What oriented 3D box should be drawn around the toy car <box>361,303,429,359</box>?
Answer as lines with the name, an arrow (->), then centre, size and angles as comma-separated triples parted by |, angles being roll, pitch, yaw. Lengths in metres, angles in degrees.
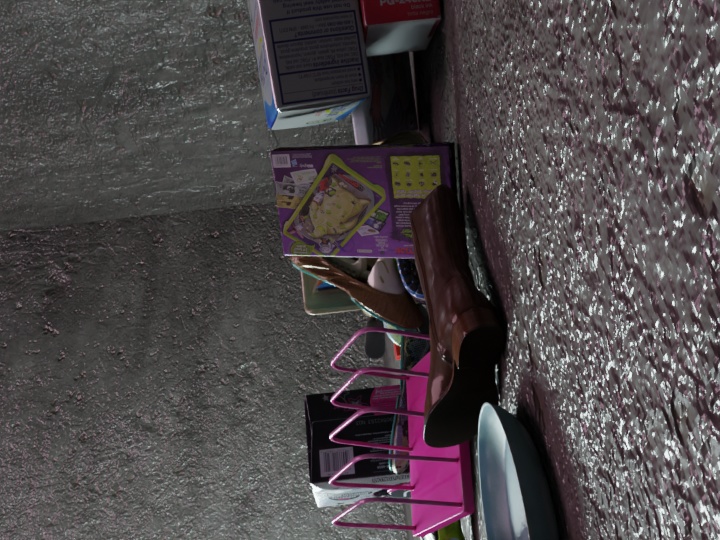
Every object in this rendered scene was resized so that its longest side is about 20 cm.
toy car -> 0.035, 0.025, 1.156 | 0.158, 0.163, 0.201 | 87, 164, -70

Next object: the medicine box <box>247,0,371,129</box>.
medicine box -> -0.064, -0.268, 0.871 | 0.182, 0.102, 0.202 | -157, 58, -80

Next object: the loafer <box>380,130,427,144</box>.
loafer -> 0.023, -0.109, 0.934 | 0.200, 0.076, 0.068 | -54, -32, -35

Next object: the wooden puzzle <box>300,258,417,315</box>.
wooden puzzle -> 0.004, -0.049, 1.077 | 0.046, 0.184, 0.202 | 71, -167, -78

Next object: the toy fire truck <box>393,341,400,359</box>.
toy fire truck -> 0.090, 0.164, 1.354 | 0.200, 0.048, 0.142 | 88, 176, -71

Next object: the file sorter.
file sorter -> 0.036, 0.182, 0.900 | 0.139, 0.125, 0.201 | 126, 148, -56

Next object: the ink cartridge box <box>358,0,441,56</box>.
ink cartridge box -> 0.029, -0.348, 0.851 | 0.145, 0.083, 0.202 | -106, 10, -87

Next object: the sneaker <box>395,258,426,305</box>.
sneaker -> 0.064, -0.047, 0.997 | 0.085, 0.076, 0.201 | 77, -174, -65

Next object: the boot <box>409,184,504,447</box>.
boot -> 0.079, 0.041, 0.765 | 0.201, 0.064, 0.187 | -105, 21, -46

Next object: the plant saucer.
plant saucer -> 0.122, 0.201, 0.609 | 0.200, 0.027, 0.202 | 173, 90, -89

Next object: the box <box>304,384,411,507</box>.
box -> 0.029, 0.244, 1.106 | 0.115, 0.198, 0.133 | 83, 180, -58

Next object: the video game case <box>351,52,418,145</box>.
video game case -> 0.025, -0.269, 1.016 | 0.182, 0.023, 0.202 | -33, -62, -62

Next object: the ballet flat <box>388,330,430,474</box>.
ballet flat -> 0.078, 0.168, 1.039 | 0.074, 0.074, 0.201 | 86, -170, -59

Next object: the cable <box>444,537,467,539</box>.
cable -> 0.095, 0.324, 0.654 | 0.200, 0.069, 0.201 | 60, -172, -60

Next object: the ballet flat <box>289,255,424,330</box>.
ballet flat -> 0.000, 0.000, 1.002 | 0.068, 0.199, 0.073 | -26, -38, -55

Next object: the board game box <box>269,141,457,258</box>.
board game box -> 0.004, -0.073, 0.844 | 0.032, 0.199, 0.121 | -40, -51, -64

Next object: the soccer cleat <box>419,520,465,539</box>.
soccer cleat -> 0.096, 0.300, 1.001 | 0.081, 0.067, 0.202 | 14, 115, 55

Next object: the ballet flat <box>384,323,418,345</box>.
ballet flat -> 0.062, 0.019, 1.280 | 0.074, 0.074, 0.201 | 89, 172, -75
